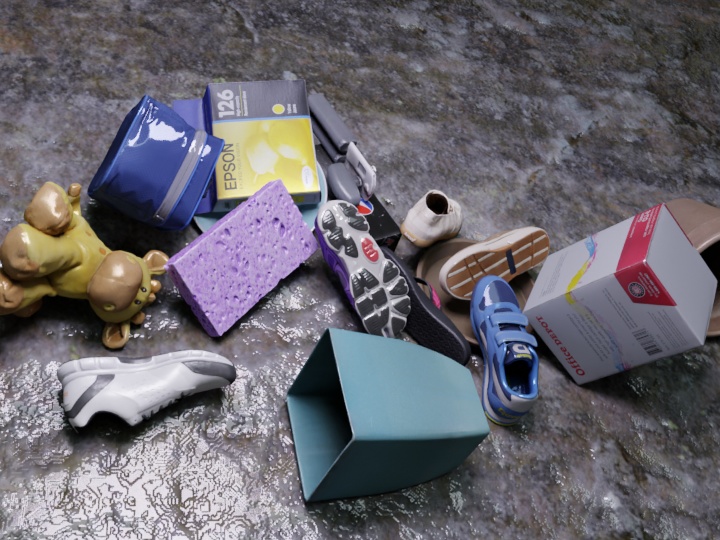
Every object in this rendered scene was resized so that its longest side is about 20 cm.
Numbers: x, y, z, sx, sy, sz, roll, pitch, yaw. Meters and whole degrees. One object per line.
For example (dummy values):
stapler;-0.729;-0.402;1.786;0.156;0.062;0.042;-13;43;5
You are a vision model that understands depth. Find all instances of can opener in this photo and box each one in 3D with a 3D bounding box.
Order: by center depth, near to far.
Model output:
can opener;-0.036;-0.179;1.229;0.066;0.053;0.201;-11;54;-28

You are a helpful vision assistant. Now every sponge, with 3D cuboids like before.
sponge;-0.148;-0.019;1.085;0.200;0.030;0.112;-44;115;-34

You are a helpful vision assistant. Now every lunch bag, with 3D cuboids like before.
lunch bag;-0.258;-0.125;1.082;0.131;0.200;0.137;29;82;-21

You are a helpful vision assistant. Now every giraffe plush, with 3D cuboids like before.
giraffe plush;-0.321;0.005;0.995;0.161;0.174;0.200;31;10;-6

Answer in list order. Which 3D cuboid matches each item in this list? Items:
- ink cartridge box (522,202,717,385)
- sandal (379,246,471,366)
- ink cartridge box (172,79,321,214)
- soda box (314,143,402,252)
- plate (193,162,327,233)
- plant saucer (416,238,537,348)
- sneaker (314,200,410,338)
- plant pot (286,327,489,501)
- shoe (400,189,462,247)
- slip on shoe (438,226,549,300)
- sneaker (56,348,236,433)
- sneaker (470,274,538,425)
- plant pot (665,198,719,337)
ink cartridge box;0.352;0.036;1.150;0.146;0.199;0.145;50;43;-14
sandal;0.081;0.050;1.151;0.045;0.075;0.200;-27;71;-44
ink cartridge box;-0.164;-0.179;1.198;0.197;0.047;0.200;-5;65;-10
soda box;-0.024;-0.098;1.241;0.070;0.064;0.201;-16;57;-32
plate;-0.146;-0.108;1.201;0.197;0.026;0.203;2;64;-4
plant saucer;0.171;0.037;1.223;0.197;0.030;0.202;12;47;-13
sneaker;0.000;0.000;1.137;0.080;0.083;0.202;-25;90;-19
plant pot;0.038;0.171;0.979;0.197;0.142;0.143;7;47;-26
shoe;0.117;-0.083;1.251;0.069;0.054;0.200;33;24;10
slip on shoe;0.185;-0.015;1.218;0.198;0.077;0.060;-26;23;-28
sneaker;-0.237;0.138;0.955;0.197;0.074;0.081;-5;66;-19
sneaker;0.196;0.096;1.111;0.073;0.082;0.203;-1;69;-16
plant pot;0.535;-0.023;1.332;0.197;0.202;0.175;5;29;-17
